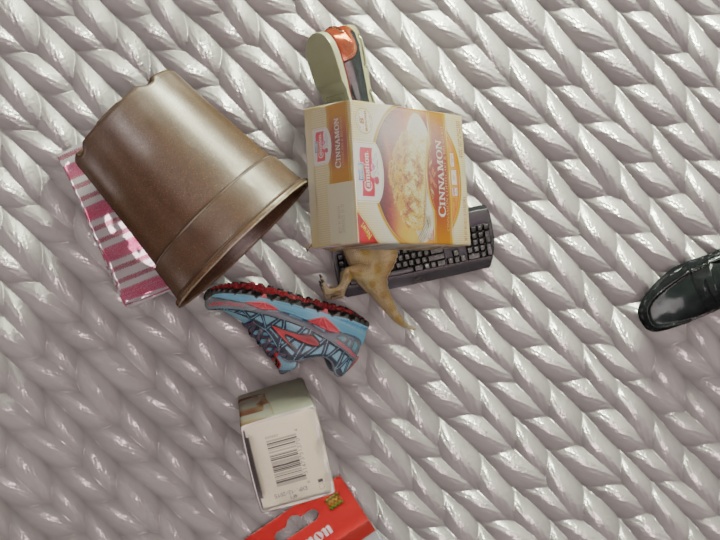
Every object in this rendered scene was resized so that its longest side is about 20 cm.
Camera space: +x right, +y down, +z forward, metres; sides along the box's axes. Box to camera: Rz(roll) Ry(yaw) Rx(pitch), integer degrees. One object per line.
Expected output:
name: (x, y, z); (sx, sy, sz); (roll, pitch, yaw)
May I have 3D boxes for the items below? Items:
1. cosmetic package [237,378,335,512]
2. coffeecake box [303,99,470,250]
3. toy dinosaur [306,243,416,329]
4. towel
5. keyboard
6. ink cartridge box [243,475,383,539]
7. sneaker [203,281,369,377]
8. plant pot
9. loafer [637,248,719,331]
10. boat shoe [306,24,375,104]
cosmetic package: (-0.088, 0.194, 1.442); (0.087, 0.200, 0.104); (-14, 94, -5)
coffeecake box: (0.033, -0.102, 1.428); (0.199, 0.073, 0.155); (-1, 86, -49)
toy dinosaur: (0.000, 0.000, 1.497); (0.101, 0.058, 0.201); (-22, 102, -5)
towel: (-0.250, -0.074, 1.491); (0.146, 0.030, 0.201); (-24, 96, -6)
keyboard: (0.061, -0.047, 1.536); (0.198, 0.021, 0.128); (-12, 95, -7)
ink cartridge box: (-0.033, 0.376, 1.536); (0.162, 0.050, 0.201); (-33, 100, -4)
sneaker: (-0.093, 0.074, 1.496); (0.199, 0.079, 0.096); (16, 94, -7)
plant pot: (-0.195, -0.098, 1.401); (0.200, 0.200, 0.198); (-44, 90, -3)
loafer: (0.433, 0.013, 1.560); (0.200, 0.070, 0.068); (-29, 96, -4)
boat shoe: (-0.009, -0.189, 1.498); (0.062, 0.071, 0.201); (-25, 105, -43)
